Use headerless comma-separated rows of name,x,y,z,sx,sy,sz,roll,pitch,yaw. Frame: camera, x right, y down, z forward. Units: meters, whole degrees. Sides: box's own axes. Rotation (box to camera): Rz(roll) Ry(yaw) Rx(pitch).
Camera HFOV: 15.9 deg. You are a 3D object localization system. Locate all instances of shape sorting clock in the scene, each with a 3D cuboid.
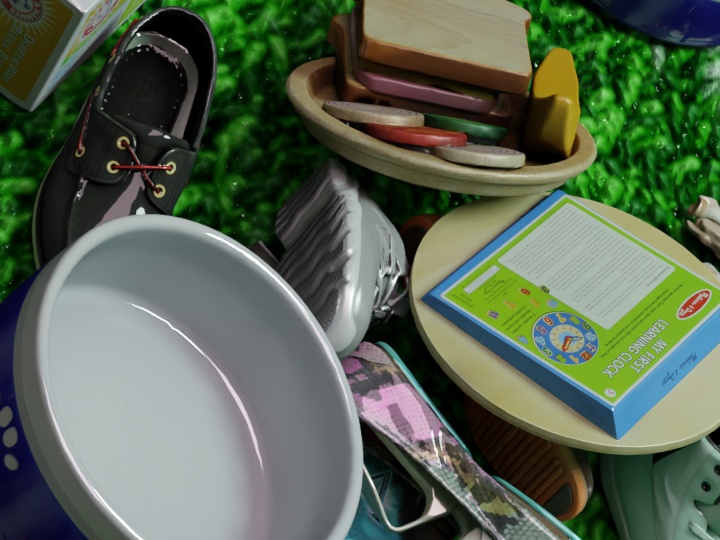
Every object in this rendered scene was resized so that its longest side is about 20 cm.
shape sorting clock,0.123,0.028,1.451,0.199,0.039,0.200,9,40,-7

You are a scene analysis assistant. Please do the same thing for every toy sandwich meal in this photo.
toy sandwich meal,0.052,-0.110,1.507,0.204,0.071,0.205,11,22,-4

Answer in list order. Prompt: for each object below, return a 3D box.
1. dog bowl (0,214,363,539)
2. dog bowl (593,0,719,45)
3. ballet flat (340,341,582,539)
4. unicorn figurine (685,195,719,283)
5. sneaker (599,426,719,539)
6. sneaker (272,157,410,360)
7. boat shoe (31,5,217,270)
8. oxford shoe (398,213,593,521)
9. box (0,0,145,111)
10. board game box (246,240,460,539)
dog bowl,-0.098,0.078,1.278,0.200,0.079,0.201,25,48,-32
dog bowl,0.217,-0.252,1.711,0.199,0.079,0.201,12,58,-20
ballet flat,0.048,0.126,1.402,0.200,0.069,0.071,45,71,7
unicorn figurine,0.238,0.040,1.564,0.137,0.074,0.200,38,46,-15
sneaker,0.205,0.163,1.453,0.073,0.118,0.201,-7,67,-31
sneaker,0.000,0.000,1.429,0.082,0.075,0.200,38,20,-14
boat shoe,-0.132,-0.062,1.452,0.073,0.063,0.202,25,56,-15
oxford shoe,0.095,0.049,1.495,0.073,0.071,0.201,-11,67,-35
box,-0.156,-0.205,1.489,0.101,0.113,0.200,40,54,0
board game box,-0.034,0.094,1.430,0.200,0.028,0.135,46,53,3
